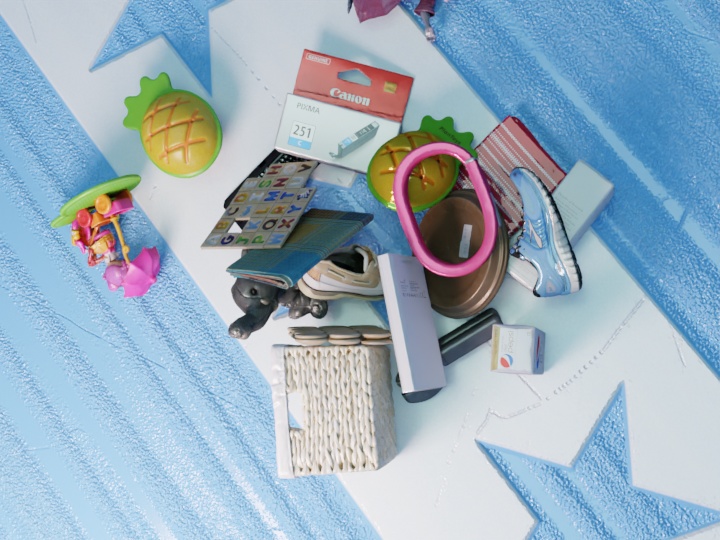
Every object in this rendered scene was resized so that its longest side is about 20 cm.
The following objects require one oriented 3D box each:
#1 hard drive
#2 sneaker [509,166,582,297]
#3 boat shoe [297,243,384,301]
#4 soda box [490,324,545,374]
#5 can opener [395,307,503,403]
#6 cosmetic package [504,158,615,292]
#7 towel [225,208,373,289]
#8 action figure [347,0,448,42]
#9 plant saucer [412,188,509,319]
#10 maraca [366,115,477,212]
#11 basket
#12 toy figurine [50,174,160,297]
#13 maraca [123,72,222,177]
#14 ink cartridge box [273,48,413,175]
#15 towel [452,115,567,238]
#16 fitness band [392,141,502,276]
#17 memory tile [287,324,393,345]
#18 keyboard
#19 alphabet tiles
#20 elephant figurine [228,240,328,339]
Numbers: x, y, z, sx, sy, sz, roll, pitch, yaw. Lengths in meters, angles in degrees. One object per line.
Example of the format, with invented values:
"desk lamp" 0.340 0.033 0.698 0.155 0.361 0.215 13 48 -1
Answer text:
"hard drive" 0.079 0.079 1.556 0.026 0.131 0.204 -14 81 24
"sneaker" 0.252 -0.054 1.506 0.089 0.078 0.203 -21 80 15
"boat shoe" 0.000 0.000 1.610 0.075 0.197 0.069 56 135 32
"soda box" 0.235 0.119 1.530 0.062 0.200 0.070 3 85 14
"can opener" 0.145 0.139 1.639 0.198 0.054 0.067 -32 110 9
"cosmetic package" 0.301 -0.064 1.583 0.074 0.102 0.201 37 93 13
"towel" -0.090 -0.037 1.565 0.145 0.199 0.022 9 126 44
"action figure" 0.075 -0.468 1.699 0.196 0.136 0.150 -2 41 2
"plant saucer" 0.147 -0.027 1.603 0.198 0.029 0.204 -9 78 47
"maraca" 0.097 -0.170 1.631 0.137 0.107 0.200 41 67 16
"basket" -0.039 0.210 1.594 0.158 0.200 0.202 -5 84 11
"toy figurine" -0.423 -0.037 1.763 0.198 0.149 0.187 -26 88 32
"maraca" -0.318 -0.245 1.746 0.200 0.107 0.137 43 92 14
"ink cartridge box" -0.026 -0.260 1.697 0.196 0.045 0.180 15 89 4
"towel" 0.218 -0.131 1.652 0.200 0.022 0.145 -44 78 9
"fitness band" 0.127 -0.091 1.533 0.142 0.037 0.203 -21 87 16
"memory tile" -0.033 0.099 1.589 0.150 0.200 0.017 -1 91 -8
"keyboard" -0.140 -0.148 1.735 0.200 0.040 0.104 -45 75 7
"alphabet tiles" -0.148 -0.106 1.654 0.165 0.008 0.202 -1 45 35
"elephant figurine" -0.149 0.019 1.634 0.154 0.197 0.145 12 105 55
